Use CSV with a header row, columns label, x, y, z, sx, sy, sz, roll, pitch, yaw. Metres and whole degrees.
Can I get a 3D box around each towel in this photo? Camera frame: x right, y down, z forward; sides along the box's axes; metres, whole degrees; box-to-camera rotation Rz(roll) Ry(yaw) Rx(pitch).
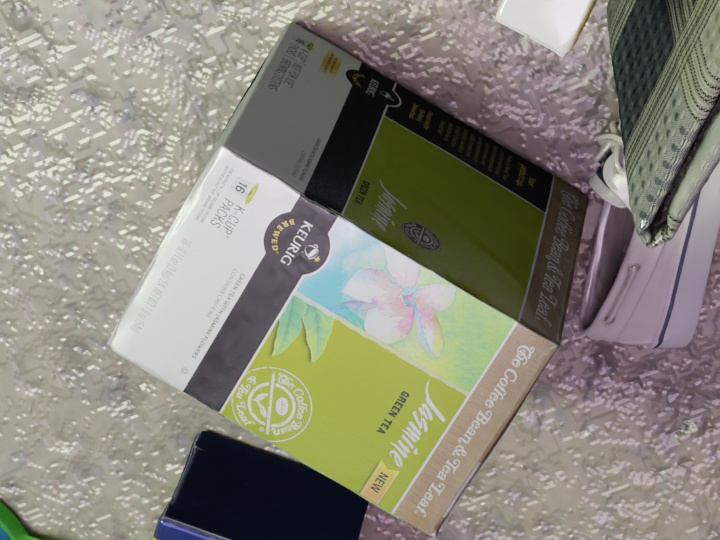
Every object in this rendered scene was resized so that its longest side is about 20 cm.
label,x,y,z,sx,sy,sz,roll,pitch,yaw
towel,0.172,-0.143,1.434,0.034,0.193,0.201,13,129,-12

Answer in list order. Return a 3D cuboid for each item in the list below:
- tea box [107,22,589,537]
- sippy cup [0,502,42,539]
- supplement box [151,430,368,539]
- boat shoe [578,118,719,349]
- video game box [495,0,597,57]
label,x,y,z,sx,sy,sz,roll,pitch,yaw
tea box,0.000,0.000,1.532,0.196,0.200,0.134,30,114,-3
sippy cup,-0.263,0.205,1.702,0.140,0.130,0.178,41,114,-8
supplement box,-0.080,0.215,1.686,0.109,0.109,0.201,19,114,1
boat shoe,0.153,-0.051,1.554,0.065,0.072,0.201,1,122,-12
video game box,0.135,-0.222,1.425,0.047,0.182,0.201,24,114,1
